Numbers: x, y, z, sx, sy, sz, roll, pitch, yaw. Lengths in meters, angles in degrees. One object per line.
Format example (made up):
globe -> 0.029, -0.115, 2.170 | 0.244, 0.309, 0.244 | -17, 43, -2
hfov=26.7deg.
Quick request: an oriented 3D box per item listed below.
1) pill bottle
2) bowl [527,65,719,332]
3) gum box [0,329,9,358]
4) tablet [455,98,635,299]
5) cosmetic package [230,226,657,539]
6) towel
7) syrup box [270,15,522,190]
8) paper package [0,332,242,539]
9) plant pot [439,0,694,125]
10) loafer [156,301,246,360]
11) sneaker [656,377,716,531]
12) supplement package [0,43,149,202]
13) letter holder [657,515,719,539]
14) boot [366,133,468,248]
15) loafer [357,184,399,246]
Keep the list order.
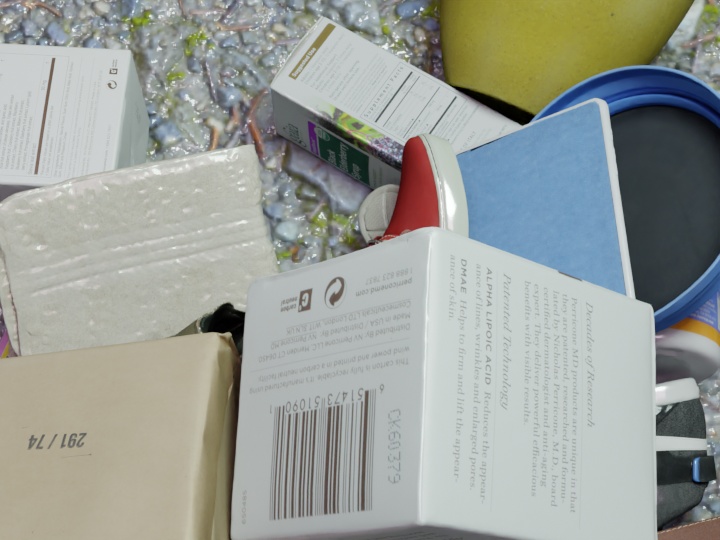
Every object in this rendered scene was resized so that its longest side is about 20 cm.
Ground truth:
pill bottle -> 0.208, -0.020, 1.126 | 0.112, 0.112, 0.200 | 2, 67, 1
bowl -> 0.182, -0.045, 1.056 | 0.200, 0.039, 0.201 | -17, 60, 32
gum box -> -0.207, 0.083, 1.106 | 0.113, 0.066, 0.200 | 18, 68, 6
tablet -> 0.125, -0.015, 1.051 | 0.130, 0.014, 0.200 | -20, 60, 30
cosmetic package -> 0.053, 0.090, 0.908 | 0.200, 0.165, 0.165 | 17, 68, -40
towel -> -0.158, -0.006, 1.065 | 0.200, 0.034, 0.133 | -13, 98, -11
syrup box -> 0.032, -0.107, 1.181 | 0.200, 0.079, 0.081 | 30, 71, 12
paper package -> -0.171, 0.145, 0.914 | 0.200, 0.104, 0.191 | -7, 46, 10
plant pot -> 0.140, -0.187, 1.170 | 0.200, 0.200, 0.142 | 23, 89, 9
loafer -> -0.099, 0.053, 1.009 | 0.200, 0.070, 0.075 | -14, 35, 14
sneaker -> 0.154, 0.151, 1.077 | 0.200, 0.073, 0.112 | -14, 81, 5
supplement package -> -0.271, -0.093, 1.152 | 0.200, 0.121, 0.120 | 3, 67, 2
letter holder -> 0.265, 0.213, 0.917 | 0.200, 0.142, 0.101 | -9, 105, -17
boot -> 0.000, 0.000, 1.068 | 0.144, 0.072, 0.200 | 2, 85, -7
loafer -> 0.074, 0.020, 1.138 | 0.072, 0.063, 0.200 | -38, 73, 10
